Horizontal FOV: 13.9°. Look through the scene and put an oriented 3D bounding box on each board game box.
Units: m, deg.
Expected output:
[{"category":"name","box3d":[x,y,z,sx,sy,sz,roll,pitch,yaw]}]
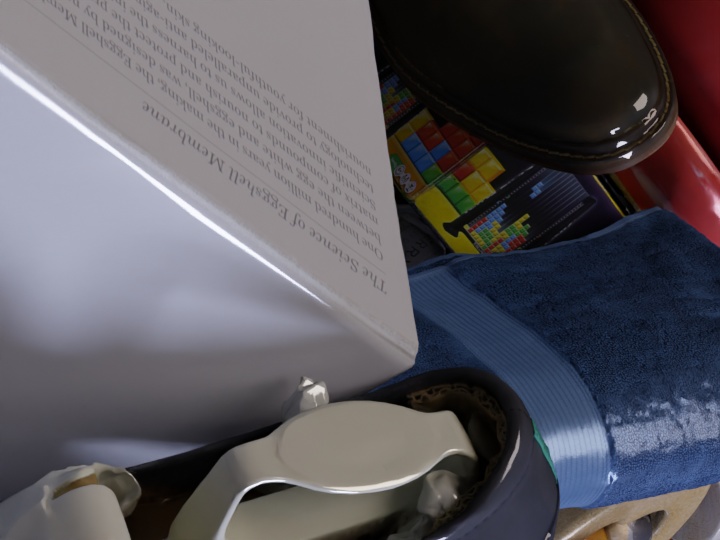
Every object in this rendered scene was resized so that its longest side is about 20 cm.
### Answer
[{"category":"board game box","box3d":[0.059,-0.023,1.050,0.200,0.057,0.166,50,7,-40]}]

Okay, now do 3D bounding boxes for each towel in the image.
[{"category":"towel","box3d":[0.044,0.032,0.887,0.199,0.112,0.049,-8,121,-31]}]

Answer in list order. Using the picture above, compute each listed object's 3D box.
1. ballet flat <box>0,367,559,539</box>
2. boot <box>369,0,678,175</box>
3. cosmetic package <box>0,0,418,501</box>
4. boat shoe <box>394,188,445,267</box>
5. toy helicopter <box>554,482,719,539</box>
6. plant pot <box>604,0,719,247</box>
[{"category":"ballet flat","box3d":[-0.044,0.066,0.705,0.199,0.073,0.073,-15,90,-15]},{"category":"boot","box3d":[0.025,-0.115,0.919,0.200,0.075,0.097,49,-11,38]},{"category":"cosmetic package","box3d":[-0.099,-0.070,0.755,0.199,0.123,0.201,37,32,-38]},{"category":"boat shoe","box3d":[0.000,0.000,1.008,0.071,0.069,0.201,-37,110,-53]},{"category":"toy helicopter","box3d":[0.076,0.101,1.004,0.079,0.132,0.200,53,-19,19]},{"category":"plant pot","box3d":[0.150,-0.098,1.026,0.201,0.182,0.200,51,4,-5]}]
